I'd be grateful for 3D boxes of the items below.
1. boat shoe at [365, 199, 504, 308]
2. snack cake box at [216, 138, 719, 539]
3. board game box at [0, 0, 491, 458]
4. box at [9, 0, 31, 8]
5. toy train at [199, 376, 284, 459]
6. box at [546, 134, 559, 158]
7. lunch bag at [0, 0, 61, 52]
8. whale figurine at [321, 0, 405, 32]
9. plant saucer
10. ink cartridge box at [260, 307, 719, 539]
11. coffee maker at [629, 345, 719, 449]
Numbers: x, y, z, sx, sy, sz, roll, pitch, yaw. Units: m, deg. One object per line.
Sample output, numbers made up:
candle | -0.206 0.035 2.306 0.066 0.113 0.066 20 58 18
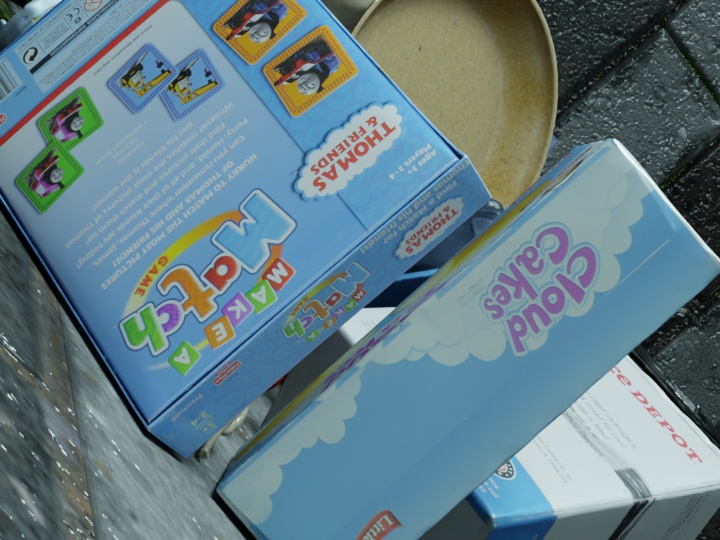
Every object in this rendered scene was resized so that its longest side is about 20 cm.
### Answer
boat shoe | 0.000 0.000 1.002 0.198 0.069 0.084 -2 -36 28
snack cake box | 0.040 0.038 0.702 0.067 0.200 0.115 49 1 0
board game box | -0.064 -0.048 0.693 0.200 0.151 0.037 51 1 36
box | -0.166 -0.232 1.177 0.192 0.048 0.201 34 -42 6
toy train | -0.076 -0.003 0.766 0.115 0.085 0.200 25 34 7
box | 0.010 -0.091 1.258 0.198 0.123 0.200 45 38 -3
lunch bag | -0.122 -0.110 1.054 0.170 0.127 0.200 49 27 -10
whale figurine | -0.024 -0.203 1.103 0.103 0.161 0.200 9 24 27
plant saucer | 0.043 -0.099 1.110 0.035 0.201 0.200 21 -20 46
ink cartridge box | 0.073 0.093 0.892 0.199 0.085 0.145 0 40 -45
coffee maker | 0.160 0.165 1.198 0.192 0.200 0.135 46 5 -25
